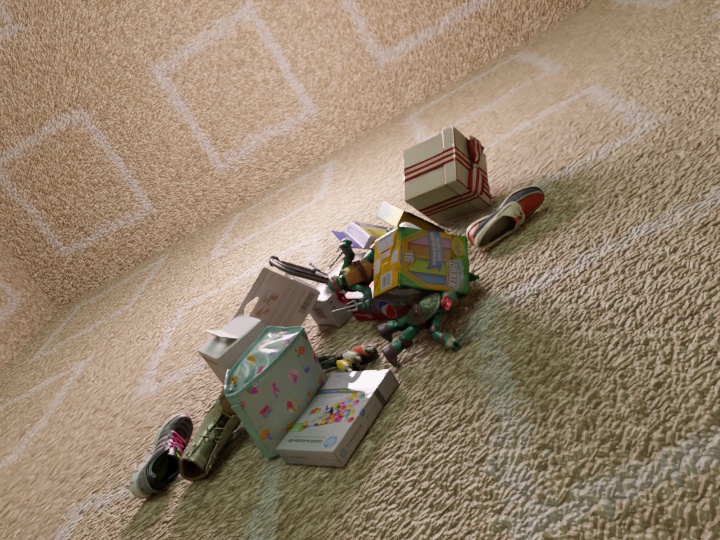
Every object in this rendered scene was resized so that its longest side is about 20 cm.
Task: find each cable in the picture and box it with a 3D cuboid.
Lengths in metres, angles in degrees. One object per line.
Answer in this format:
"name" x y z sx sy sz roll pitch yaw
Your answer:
"cable" -0.040 0.177 1.399 0.097 0.050 0.200 -40 22 -30

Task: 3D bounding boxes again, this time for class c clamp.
"c clamp" -0.139 0.002 1.587 0.171 0.200 0.027 29 99 42

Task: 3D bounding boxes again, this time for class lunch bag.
"lunch bag" -0.164 0.229 1.282 0.122 0.171 0.200 -3 33 35

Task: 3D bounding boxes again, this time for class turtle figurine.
"turtle figurine" 0.000 0.000 1.428 0.199 0.150 0.101 -29 4 -12
"turtle figurine" 0.129 0.095 1.289 0.200 0.101 0.150 -32 19 18

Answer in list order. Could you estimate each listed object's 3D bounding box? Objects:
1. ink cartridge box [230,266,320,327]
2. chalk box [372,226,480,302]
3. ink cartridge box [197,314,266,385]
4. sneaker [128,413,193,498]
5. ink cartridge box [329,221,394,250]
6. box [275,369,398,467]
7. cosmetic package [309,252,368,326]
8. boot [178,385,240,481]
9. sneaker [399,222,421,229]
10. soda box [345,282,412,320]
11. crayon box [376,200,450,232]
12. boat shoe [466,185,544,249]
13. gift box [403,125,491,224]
"ink cartridge box" -0.211 0.098 1.551 0.200 0.176 0.045 -58 39 5
"chalk box" 0.139 -0.004 1.350 0.199 0.124 0.124 7 -16 -23
"ink cartridge box" -0.238 0.193 1.434 0.125 0.200 0.128 -41 22 -24
"sneaker" -0.396 0.383 1.413 0.087 0.074 0.200 -17 30 35
"ink cartridge box" 0.038 -0.086 1.738 0.199 0.047 0.198 10 13 -17
"box" -0.041 0.262 1.219 0.156 0.041 0.200 -12 29 44
"cosmetic package" -0.034 0.043 1.661 0.200 0.081 0.113 -42 23 -28
"boot" -0.285 0.317 1.332 0.200 0.072 0.155 -54 4 40
"sneaker" 0.128 -0.022 1.488 0.105 0.075 0.200 -43 58 -8
"soda box" 0.054 0.066 1.490 0.200 0.070 0.063 -4 36 51
"crayon box" 0.130 -0.117 1.717 0.052 0.125 0.200 -65 20 5
"boat shoe" 0.330 -0.116 1.511 0.200 0.071 0.063 -33 26 3
"gift box" 0.238 -0.244 1.745 0.186 0.200 0.185 -20 63 37
